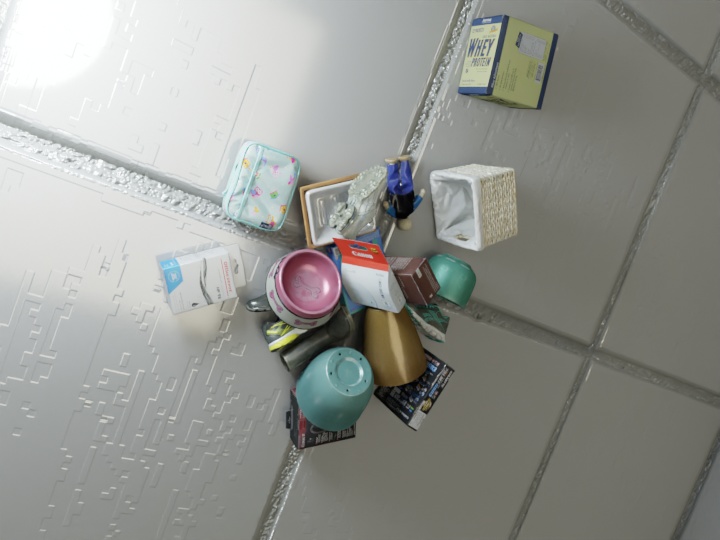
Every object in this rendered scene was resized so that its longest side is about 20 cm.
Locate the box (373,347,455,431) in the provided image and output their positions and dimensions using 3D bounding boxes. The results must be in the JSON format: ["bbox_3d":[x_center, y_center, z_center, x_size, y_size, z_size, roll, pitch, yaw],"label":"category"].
[{"bbox_3d":[0.149,0.318,1.768,0.049,0.199,0.200,37,85,-31],"label":"box"}]

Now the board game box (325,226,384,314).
[{"bbox_3d":[0.000,0.000,1.692,0.150,0.045,0.204,-22,113,-21],"label":"board game box"}]

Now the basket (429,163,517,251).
[{"bbox_3d":[0.313,-0.184,1.718,0.158,0.197,0.204,-19,111,-25],"label":"basket"}]

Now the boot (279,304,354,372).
[{"bbox_3d":[-0.116,0.180,1.633,0.197,0.073,0.183,-21,154,-19],"label":"boot"}]

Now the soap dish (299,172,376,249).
[{"bbox_3d":[-0.061,-0.157,1.597,0.196,0.081,0.161,-16,111,-22],"label":"soap dish"}]

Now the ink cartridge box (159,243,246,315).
[{"bbox_3d":[-0.368,0.017,1.496,0.196,0.066,0.118,-16,110,-22],"label":"ink cartridge box"}]

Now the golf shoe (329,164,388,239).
[{"bbox_3d":[0.008,-0.167,1.555,0.201,0.078,0.097,-51,137,-1],"label":"golf shoe"}]

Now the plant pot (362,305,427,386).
[{"bbox_3d":[0.080,0.177,1.696,0.183,0.186,0.204,-19,114,-21],"label":"plant pot"}]

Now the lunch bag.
[{"bbox_3d":[-0.242,-0.198,1.495,0.158,0.077,0.204,17,96,-30],"label":"lunch bag"}]

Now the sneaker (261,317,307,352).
[{"bbox_3d":[-0.169,0.128,1.624,0.199,0.074,0.085,-34,90,-30],"label":"sneaker"}]

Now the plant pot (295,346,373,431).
[{"bbox_3d":[-0.053,0.293,1.623,0.196,0.161,0.204,11,57,-17],"label":"plant pot"}]

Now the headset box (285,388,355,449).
[{"bbox_3d":[-0.112,0.398,1.728,0.196,0.075,0.152,-6,106,-26],"label":"headset box"}]

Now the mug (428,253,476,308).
[{"bbox_3d":[0.250,0.022,1.781,0.150,0.185,0.116,25,90,-6],"label":"mug"}]

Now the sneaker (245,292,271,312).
[{"bbox_3d":[-0.203,0.056,1.600,0.196,0.075,0.081,-14,93,-26],"label":"sneaker"}]

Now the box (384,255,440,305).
[{"bbox_3d":[0.099,0.022,1.605,0.075,0.198,0.101,-46,122,-27],"label":"box"}]

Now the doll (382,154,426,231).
[{"bbox_3d":[0.117,-0.205,1.693,0.134,0.048,0.205,-14,110,-22],"label":"doll"}]

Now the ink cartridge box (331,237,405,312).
[{"bbox_3d":[0.012,0.012,1.563,0.048,0.158,0.202,-52,134,-27],"label":"ink cartridge box"}]

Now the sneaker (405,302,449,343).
[{"bbox_3d":[0.189,0.128,1.821,0.199,0.077,0.092,40,69,-33],"label":"sneaker"}]

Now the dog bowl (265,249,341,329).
[{"bbox_3d":[-0.133,0.038,1.550,0.196,0.074,0.205,9,67,-21],"label":"dog bowl"}]

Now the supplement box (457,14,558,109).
[{"bbox_3d":[0.397,-0.558,1.689,0.196,0.134,0.205,6,101,-28],"label":"supplement box"}]
